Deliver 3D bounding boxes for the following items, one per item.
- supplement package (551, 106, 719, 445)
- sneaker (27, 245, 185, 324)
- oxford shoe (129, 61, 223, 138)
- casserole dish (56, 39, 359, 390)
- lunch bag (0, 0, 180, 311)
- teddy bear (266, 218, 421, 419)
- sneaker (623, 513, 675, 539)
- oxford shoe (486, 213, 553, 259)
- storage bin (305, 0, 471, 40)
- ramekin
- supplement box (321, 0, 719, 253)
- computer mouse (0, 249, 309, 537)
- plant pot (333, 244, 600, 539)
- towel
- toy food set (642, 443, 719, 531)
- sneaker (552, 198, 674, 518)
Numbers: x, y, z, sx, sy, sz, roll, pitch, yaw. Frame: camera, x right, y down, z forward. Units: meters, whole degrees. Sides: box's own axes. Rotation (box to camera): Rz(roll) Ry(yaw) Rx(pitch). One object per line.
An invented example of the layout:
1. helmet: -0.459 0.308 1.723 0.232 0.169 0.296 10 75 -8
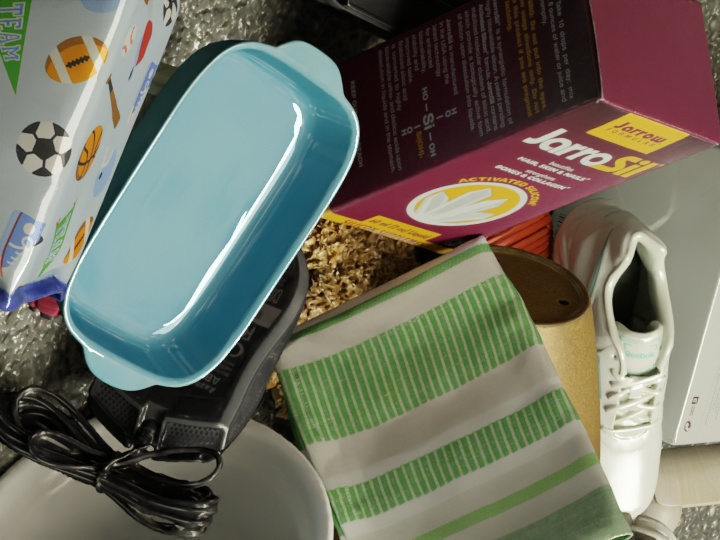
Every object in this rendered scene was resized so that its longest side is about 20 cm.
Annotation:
1. supplement package: 0.235 -0.002 1.752 0.200 0.147 0.192 0 109 -48
2. sneaker: -0.095 -0.041 1.421 0.200 0.080 0.075 -29 127 -35
3. oxford shoe: -0.151 -0.087 1.339 0.199 0.075 0.058 2 101 -41
4. casserole dish: -0.083 -0.033 1.349 0.121 0.039 0.200 31 93 -44
5. lunch bag: -0.202 -0.097 1.199 0.124 0.199 0.171 0 112 -82
6. teddy bear: 0.000 0.000 1.557 0.200 0.067 0.145 -44 139 -22
7. sneaker: 0.091 0.175 1.458 0.199 0.087 0.074 2 108 -12
8. oxford shoe: 0.081 0.003 1.659 0.071 0.072 0.201 -21 108 -23
9. storage bin: 0.031 -0.198 1.469 0.200 0.094 0.136 20 93 -50
10. ramekin: -0.109 0.177 1.431 0.200 0.200 0.098 -37 140 -29
11. supplement box: 0.079 -0.086 1.422 0.110 0.200 0.086 15 62 -46
12. computer mouse: -0.100 0.052 1.452 0.200 0.138 0.053 -56 165 -30
13. plant pot: 0.066 0.093 1.562 0.186 0.186 0.201 -17 130 -42
14. towel: 0.041 0.091 1.440 0.152 0.201 0.023 -26 149 6
15. toy food set: 0.248 0.147 1.789 0.143 0.200 0.061 -5 85 -6
16. sneaker: 0.156 0.060 1.617 0.070 0.080 0.201 -8 101 -18
